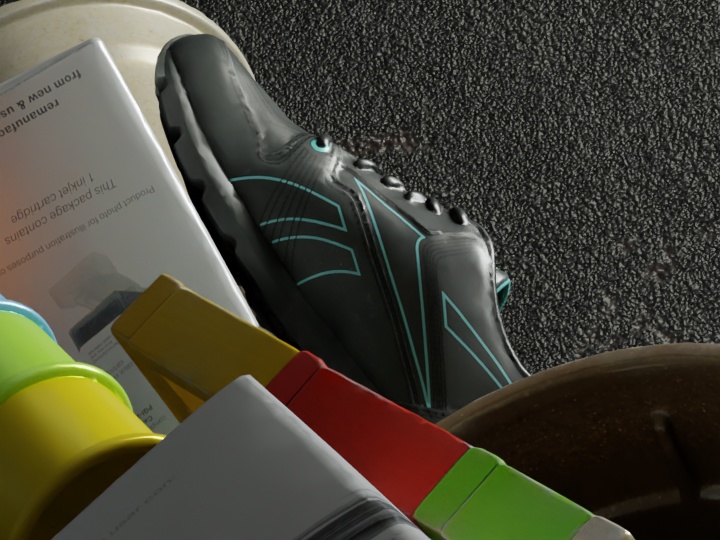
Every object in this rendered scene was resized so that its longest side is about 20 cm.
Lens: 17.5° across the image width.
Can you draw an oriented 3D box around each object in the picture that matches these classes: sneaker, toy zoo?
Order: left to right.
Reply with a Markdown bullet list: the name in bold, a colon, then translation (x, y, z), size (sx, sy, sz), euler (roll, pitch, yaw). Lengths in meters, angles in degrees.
- **sneaker**: translation (0.000, 0.000, 0.774), size (0.201, 0.079, 0.075), euler (58, -5, 13)
- **toy zoo**: translation (0.016, 0.068, 0.526), size (0.200, 0.020, 0.131), euler (26, -23, 51)

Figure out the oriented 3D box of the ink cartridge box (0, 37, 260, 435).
- **ink cartridge box**: translation (-0.077, 0.030, 0.789), size (0.201, 0.084, 0.146), euler (63, -6, -6)

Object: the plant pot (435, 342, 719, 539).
- **plant pot**: translation (0.095, 0.159, 0.646), size (0.200, 0.200, 0.199), euler (40, -15, 53)

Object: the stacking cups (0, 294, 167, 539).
- **stacking cups**: translation (-0.112, 0.021, 0.648), size (0.200, 0.060, 0.061), euler (42, -6, 45)

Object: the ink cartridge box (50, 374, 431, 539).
- **ink cartridge box**: translation (0.020, 0.112, 0.372), size (0.147, 0.086, 0.200), euler (48, -4, -19)

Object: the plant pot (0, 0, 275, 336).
- **plant pot**: translation (-0.107, 0.004, 1.057), size (0.201, 0.200, 0.184), euler (51, 5, -45)
